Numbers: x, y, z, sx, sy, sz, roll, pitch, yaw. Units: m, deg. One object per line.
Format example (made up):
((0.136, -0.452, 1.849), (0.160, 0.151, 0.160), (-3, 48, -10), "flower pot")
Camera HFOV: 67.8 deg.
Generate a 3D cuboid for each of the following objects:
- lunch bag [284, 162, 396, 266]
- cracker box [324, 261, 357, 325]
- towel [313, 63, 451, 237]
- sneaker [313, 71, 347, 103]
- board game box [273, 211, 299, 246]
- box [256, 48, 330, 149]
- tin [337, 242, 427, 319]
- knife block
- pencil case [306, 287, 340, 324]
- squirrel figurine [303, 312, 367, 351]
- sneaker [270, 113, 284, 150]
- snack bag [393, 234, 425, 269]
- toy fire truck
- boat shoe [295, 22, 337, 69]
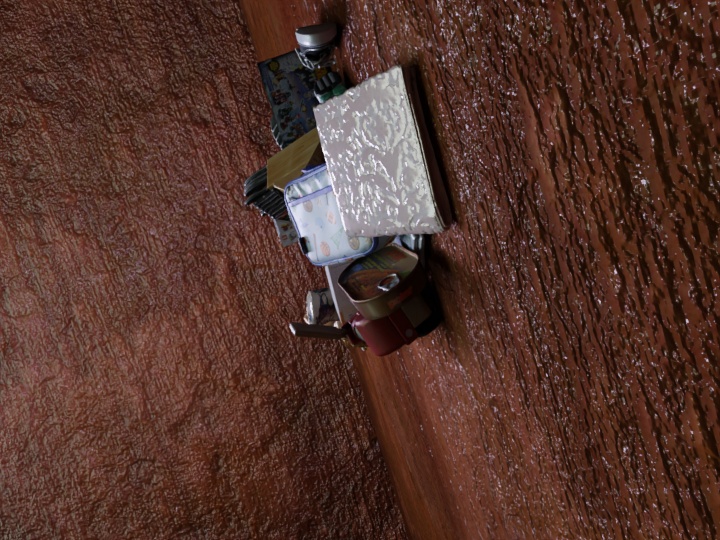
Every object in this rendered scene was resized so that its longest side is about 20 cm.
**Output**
((-0.040, -0.096, 0.854), (0.198, 0.075, 0.163), (-10, 104, 47), "lunch bag")
((0.000, 0.000, 1.056), (0.058, 0.131, 0.203), (-119, 13, -47), "cracker box")
((0.022, -0.138, 0.682), (0.198, 0.032, 0.195), (2, 110, 55), "towel")
((-0.021, -0.260, 0.924), (0.088, 0.073, 0.203), (52, -164, -48), "sneaker")
((-0.102, -0.127, 1.249), (0.127, 0.196, 0.035), (-122, 12, -60), "board game box")
((-0.111, -0.337, 1.057), (0.040, 0.134, 0.204), (86, 163, -76), "box")
((0.030, 0.012, 0.784), (0.042, 0.111, 0.200), (53, 177, -18), "tin")
((-0.136, -0.193, 1.022), (0.174, 0.203, 0.064), (26, 176, 43), "knife block")
((-0.029, 0.075, 1.181), (0.078, 0.196, 0.092), (159, 101, -68), "pencil case")
((-0.008, 0.144, 1.343), (0.199, 0.143, 0.186), (35, 175, 47), "squirrel figurine")
((-0.124, -0.293, 1.243), (0.199, 0.078, 0.091), (38, -162, -15), "sneaker")
((0.061, -0.077, 0.860), (0.201, 0.021, 0.192), (80, 170, -62), "snack bag")
((0.002, 0.083, 0.868), (0.130, 0.199, 0.176), (53, 172, -9), "toy fire truck")
((-0.079, -0.389, 0.934), (0.200, 0.072, 0.070), (-122, 20, -62), "boat shoe")
